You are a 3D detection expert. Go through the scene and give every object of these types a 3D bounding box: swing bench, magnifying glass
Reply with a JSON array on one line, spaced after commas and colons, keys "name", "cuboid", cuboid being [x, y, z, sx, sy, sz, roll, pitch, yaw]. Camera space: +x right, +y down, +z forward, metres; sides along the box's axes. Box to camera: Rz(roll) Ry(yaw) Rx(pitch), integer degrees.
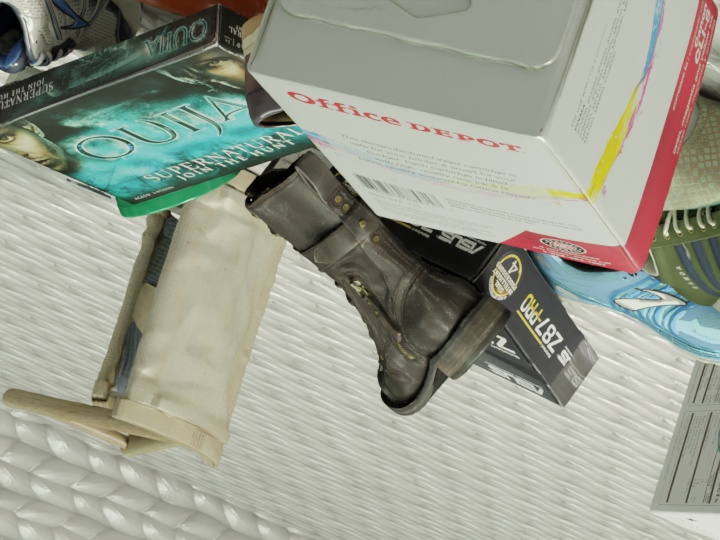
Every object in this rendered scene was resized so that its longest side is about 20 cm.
[{"name": "swing bench", "cuboid": [-0.141, 0.030, 2.177, 0.130, 0.199, 0.200, 25, 167, -31]}, {"name": "magnifying glass", "cuboid": [-0.109, -0.070, 1.882, 0.079, 0.022, 0.200, -19, -169, 9]}]

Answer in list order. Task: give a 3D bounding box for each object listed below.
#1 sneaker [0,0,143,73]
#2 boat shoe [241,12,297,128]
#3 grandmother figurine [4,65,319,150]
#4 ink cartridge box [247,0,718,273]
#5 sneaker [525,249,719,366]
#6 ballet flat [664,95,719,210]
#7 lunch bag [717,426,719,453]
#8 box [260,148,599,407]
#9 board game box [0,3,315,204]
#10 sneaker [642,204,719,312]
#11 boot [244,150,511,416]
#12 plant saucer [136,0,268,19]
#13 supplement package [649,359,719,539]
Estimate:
[{"name": "sneaker", "cuboid": [-0.193, -0.150, 1.694, 0.077, 0.085, 0.200, 13, 168, 25]}, {"name": "boat shoe", "cuboid": [0.036, -0.099, 1.547, 0.199, 0.065, 0.072, 2, 171, 2]}, {"name": "grandmother figurine", "cuboid": [-0.119, -0.100, 1.786, 0.200, 0.061, 0.121, 2, 158, 14]}, {"name": "ink cartridge box", "cuboid": [0.062, -0.106, 1.355, 0.145, 0.145, 0.200, 14, 168, 21]}, {"name": "sneaker", "cuboid": [0.190, 0.002, 1.846, 0.200, 0.079, 0.090, 14, 165, 19]}, {"name": "ballet flat", "cuboid": [0.137, -0.072, 1.614, 0.200, 0.068, 0.062, 4, 153, 49]}, {"name": "lunch bag", "cuboid": [0.280, 0.051, 1.712, 0.077, 0.161, 0.200, 20, 166, -7]}, {"name": "box", "cuboid": [0.045, -0.002, 1.937, 0.200, 0.049, 0.161, 26, 164, 38]}, {"name": "board game box", "cuboid": [-0.106, -0.091, 1.684, 0.200, 0.028, 0.135, -17, 152, 39]}, {"name": "sneaker", "cuboid": [0.201, -0.026, 1.715, 0.090, 0.067, 0.200, 25, 164, 4]}, {"name": "boot", "cuboid": [0.000, 0.000, 1.839, 0.174, 0.069, 0.200, 40, 158, -2]}, {"name": "plant saucer", "cuboid": [-0.098, -0.177, 1.558, 0.200, 0.032, 0.200, 16, 169, 3]}, {"name": "supplement package", "cuboid": [0.326, 0.128, 2.024, 0.200, 0.156, 0.111, 23, 167, -21]}]
